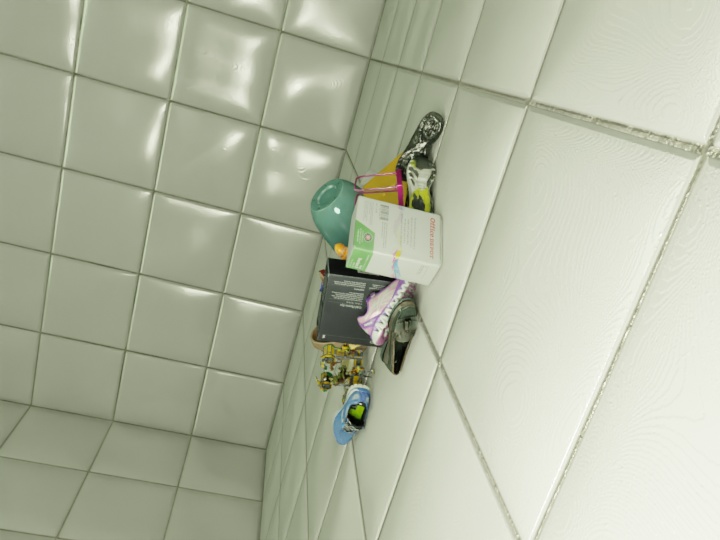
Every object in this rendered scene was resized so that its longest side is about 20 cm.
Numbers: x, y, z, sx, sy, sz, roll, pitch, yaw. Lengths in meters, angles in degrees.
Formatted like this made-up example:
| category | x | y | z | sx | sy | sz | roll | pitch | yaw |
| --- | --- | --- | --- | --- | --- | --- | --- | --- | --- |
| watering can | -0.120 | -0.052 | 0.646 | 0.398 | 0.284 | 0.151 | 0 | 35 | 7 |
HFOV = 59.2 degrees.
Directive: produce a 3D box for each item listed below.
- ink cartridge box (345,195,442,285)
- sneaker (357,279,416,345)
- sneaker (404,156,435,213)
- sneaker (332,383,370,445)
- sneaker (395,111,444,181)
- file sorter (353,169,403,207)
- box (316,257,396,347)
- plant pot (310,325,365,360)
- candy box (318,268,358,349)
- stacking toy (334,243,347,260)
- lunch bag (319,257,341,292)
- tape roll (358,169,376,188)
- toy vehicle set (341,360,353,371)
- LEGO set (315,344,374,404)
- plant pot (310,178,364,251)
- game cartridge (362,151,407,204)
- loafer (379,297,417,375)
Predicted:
| category | x | y | z | sx | sy | sz | roll | pitch | yaw |
| --- | --- | --- | --- | --- | --- | --- | --- | --- | --- |
| ink cartridge box | 0.076 | -0.065 | 1.406 | 0.088 | 0.197 | 0.147 | 112 | 166 | -54 |
| sneaker | 0.060 | 0.070 | 1.486 | 0.202 | 0.088 | 0.080 | -58 | -25 | -6 |
| sneaker | 0.137 | -0.192 | 1.573 | 0.085 | 0.073 | 0.202 | 120 | 161 | -59 |
| sneaker | -0.029 | 0.405 | 1.721 | 0.090 | 0.077 | 0.202 | -89 | 16 | -58 |
| sneaker | 0.157 | -0.324 | 1.659 | 0.201 | 0.075 | 0.091 | -57 | 9 | 23 |
| file sorter | 0.052 | -0.136 | 1.611 | 0.139 | 0.123 | 0.203 | -84 | -12 | -66 |
| box | -0.001 | 0.082 | 1.588 | 0.104 | 0.197 | 0.185 | -102 | 22 | -67 |
| plant pot | -0.042 | 0.201 | 1.873 | 0.201 | 0.198 | 0.094 | -111 | 1 | -72 |
| candy box | -0.048 | 0.098 | 1.714 | 0.115 | 0.055 | 0.202 | -138 | 29 | -64 |
| stacking toy | 0.000 | 0.000 | 1.670 | 0.109 | 0.200 | 0.117 | -38 | 25 | 20 |
| lunch bag | -0.021 | 0.032 | 1.885 | 0.200 | 0.168 | 0.129 | 153 | 130 | -74 |
| tape roll | 0.017 | -0.231 | 2.116 | 0.204 | 0.070 | 0.202 | -63 | -3 | -6 |
| toy vehicle set | -0.023 | 0.230 | 2.045 | 0.124 | 0.026 | 0.203 | 143 | 139 | -74 |
| LEGO set | -0.053 | 0.309 | 1.781 | 0.201 | 0.151 | 0.117 | 109 | 169 | -45 |
| plant pot | -0.056 | -0.177 | 1.908 | 0.199 | 0.161 | 0.202 | -28 | 38 | 24 |
| game cartridge | 0.079 | -0.207 | 1.770 | 0.199 | 0.032 | 0.179 | -35 | 51 | 47 |
| loafer | 0.095 | 0.153 | 1.435 | 0.063 | 0.071 | 0.202 | -117 | 30 | -44 |
